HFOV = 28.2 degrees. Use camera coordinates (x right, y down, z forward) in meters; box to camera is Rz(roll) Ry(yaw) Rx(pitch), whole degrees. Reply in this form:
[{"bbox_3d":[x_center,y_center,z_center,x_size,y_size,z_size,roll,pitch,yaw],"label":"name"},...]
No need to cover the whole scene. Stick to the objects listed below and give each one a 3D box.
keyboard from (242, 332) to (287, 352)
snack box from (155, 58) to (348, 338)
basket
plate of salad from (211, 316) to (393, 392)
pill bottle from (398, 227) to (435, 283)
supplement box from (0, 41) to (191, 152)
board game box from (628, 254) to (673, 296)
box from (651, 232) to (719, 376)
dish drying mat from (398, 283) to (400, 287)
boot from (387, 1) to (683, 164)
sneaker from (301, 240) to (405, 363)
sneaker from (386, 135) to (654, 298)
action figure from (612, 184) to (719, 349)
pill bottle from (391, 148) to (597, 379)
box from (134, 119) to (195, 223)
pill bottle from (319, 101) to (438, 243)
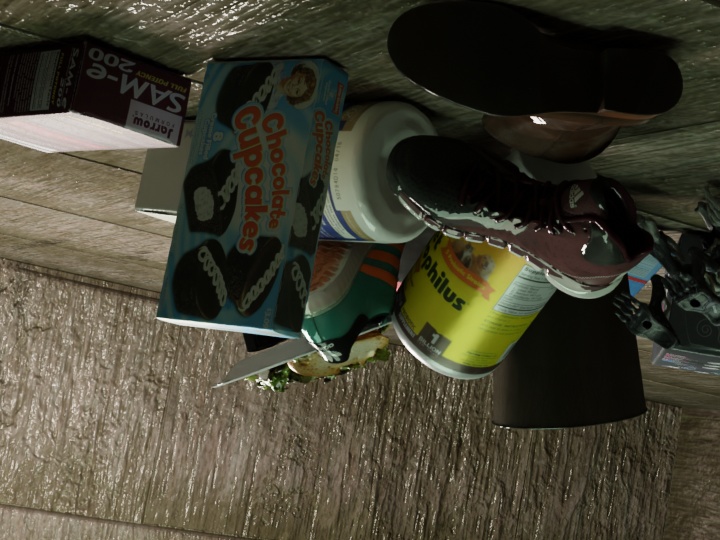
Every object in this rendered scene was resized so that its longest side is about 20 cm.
[{"bbox_3d":[-0.116,-0.025,1.278,0.021,0.201,0.127,-14,180,29],"label":"keyboard"},{"bbox_3d":[-0.080,-0.055,1.059,0.116,0.201,0.037,4,170,36],"label":"snack box"},{"bbox_3d":[0.181,0.032,1.293,0.135,0.201,0.180,-4,-179,25],"label":"basket"},{"bbox_3d":[-0.037,0.079,1.290,0.199,0.048,0.200,-21,179,-1],"label":"plate of salad"},{"bbox_3d":[0.090,-0.024,1.434,0.110,0.111,0.200,7,172,24],"label":"pill bottle"},{"bbox_3d":[-0.244,-0.140,1.187,0.199,0.061,0.109,4,172,46],"label":"supplement box"},{"bbox_3d":[0.200,0.026,1.446,0.151,0.200,0.037,16,-147,-40],"label":"board game box"},{"bbox_3d":[0.371,0.041,1.505,0.106,0.123,0.200,9,173,9],"label":"box"},{"bbox_3d":[0.032,-0.028,1.526,0.077,0.018,0.200,2,144,34],"label":"dish drying mat"},{"bbox_3d":[0.097,-0.115,0.941,0.185,0.065,0.200,13,177,-5],"label":"boot"},{"bbox_3d":[0.000,0.000,1.210,0.071,0.080,0.200,-4,-149,33],"label":"sneaker"},{"bbox_3d":[0.124,-0.056,1.025,0.199,0.076,0.115,25,158,-11],"label":"sneaker"},{"bbox_3d":[0.292,-0.019,1.233,0.119,0.102,0.200,-33,-174,40],"label":"action figure"},{"bbox_3d":[0.113,-0.011,1.177,0.109,0.110,0.200,13,129,-25],"label":"pill bottle"},{"bbox_3d":[-0.111,-0.075,1.389,0.078,0.095,0.200,7,171,44],"label":"box"},{"bbox_3d":[-0.039,-0.080,1.170,0.199,0.112,0.111,3,170,42],"label":"pill bottle"}]
